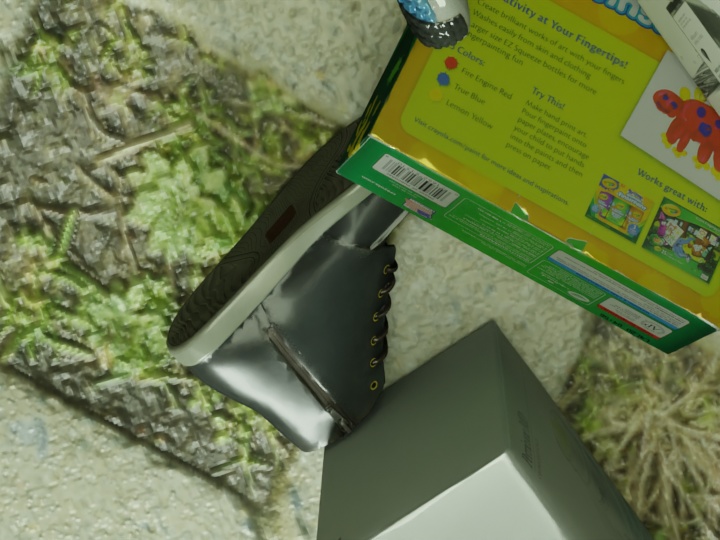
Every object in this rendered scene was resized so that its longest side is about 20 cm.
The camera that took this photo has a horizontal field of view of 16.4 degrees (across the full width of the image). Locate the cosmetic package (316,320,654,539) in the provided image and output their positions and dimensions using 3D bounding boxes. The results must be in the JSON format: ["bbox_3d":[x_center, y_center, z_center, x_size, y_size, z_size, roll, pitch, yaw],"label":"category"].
[{"bbox_3d":[0.081,0.162,1.308,0.123,0.199,0.200,-35,104,11],"label":"cosmetic package"}]

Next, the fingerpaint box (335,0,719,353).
[{"bbox_3d":[0.114,-0.080,1.263,0.200,0.073,0.167,28,72,-8],"label":"fingerpaint box"}]

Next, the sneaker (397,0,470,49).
[{"bbox_3d":[0.043,-0.197,1.212,0.087,0.200,0.075,-12,148,4],"label":"sneaker"}]

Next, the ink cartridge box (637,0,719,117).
[{"bbox_3d":[0.223,-0.149,1.225,0.147,0.083,0.200,-38,93,-22],"label":"ink cartridge box"}]

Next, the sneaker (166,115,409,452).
[{"bbox_3d":[0.000,0.000,1.335,0.106,0.075,0.200,40,104,-23],"label":"sneaker"}]
